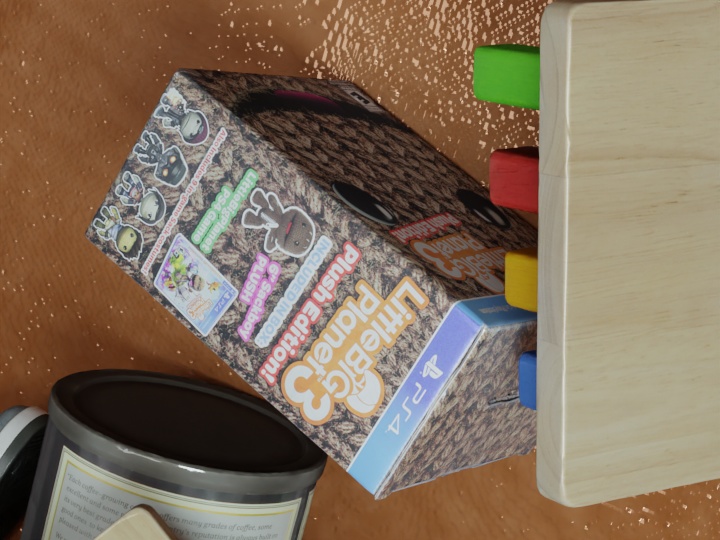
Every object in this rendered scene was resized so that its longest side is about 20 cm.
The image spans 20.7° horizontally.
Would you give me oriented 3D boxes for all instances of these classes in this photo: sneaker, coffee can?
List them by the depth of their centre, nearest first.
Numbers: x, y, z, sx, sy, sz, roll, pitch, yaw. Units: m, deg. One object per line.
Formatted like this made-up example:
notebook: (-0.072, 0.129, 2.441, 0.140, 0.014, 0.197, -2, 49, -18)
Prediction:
coffee can: (-0.112, 0.170, 1.030, 0.146, 0.146, 0.200, 21, 103, 28)
sneaker: (-0.266, 0.129, 1.161, 0.121, 0.084, 0.200, 41, 113, 12)

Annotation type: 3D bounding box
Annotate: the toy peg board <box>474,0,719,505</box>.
toy peg board: (0.141, -0.021, 0.854, 0.098, 0.200, 0.200, 18, 111, 58)

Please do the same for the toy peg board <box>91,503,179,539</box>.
toy peg board: (-0.114, 0.244, 0.932, 0.199, 0.098, 0.200, -39, 88, 1)

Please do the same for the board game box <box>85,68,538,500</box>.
board game box: (0.000, 0.000, 0.947, 0.200, 0.159, 0.097, 40, 111, 22)
